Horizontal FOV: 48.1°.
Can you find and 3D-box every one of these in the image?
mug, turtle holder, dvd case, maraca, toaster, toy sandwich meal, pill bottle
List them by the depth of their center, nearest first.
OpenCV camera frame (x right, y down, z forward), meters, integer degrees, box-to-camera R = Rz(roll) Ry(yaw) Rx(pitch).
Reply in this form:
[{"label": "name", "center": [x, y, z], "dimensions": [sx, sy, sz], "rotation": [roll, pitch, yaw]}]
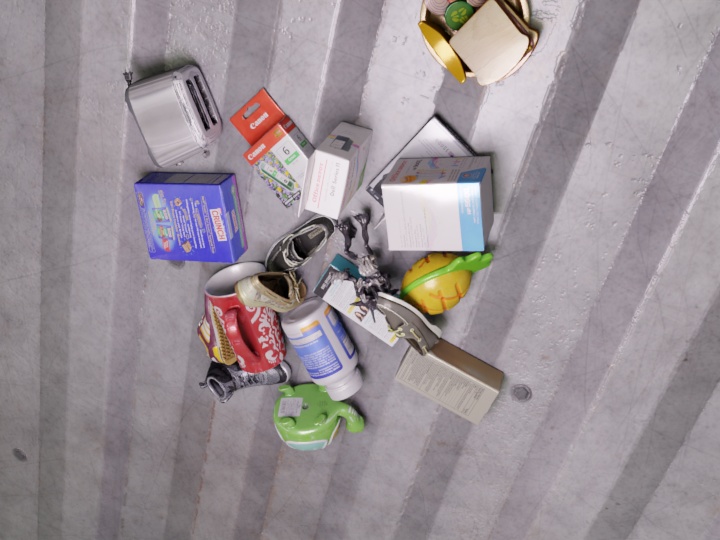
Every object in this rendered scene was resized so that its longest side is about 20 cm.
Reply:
[{"label": "toy sandwich meal", "center": [0.185, -0.396, 1.312], "dimensions": [0.201, 0.070, 0.209], "rotation": [8, 119, 15]}, {"label": "dvd case", "center": [0.124, -0.165, 1.485], "dimensions": [0.150, 0.025, 0.200], "rotation": [43, 121, -6]}, {"label": "maraca", "center": [0.158, 0.015, 1.512], "dimensions": [0.199, 0.136, 0.109], "rotation": [-32, 72, 33]}, {"label": "toaster", "center": [-0.351, -0.301, 1.527], "dimensions": [0.127, 0.114, 0.203], "rotation": [-13, 110, 20]}, {"label": "pill bottle", "center": [-0.072, 0.165, 1.679], "dimensions": [0.111, 0.112, 0.202], "rotation": [-18, 110, 26]}, {"label": "mug", "center": [-0.244, 0.114, 1.680], "dimensions": [0.131, 0.178, 0.203], "rotation": [4, 124, 32]}, {"label": "turtle holder", "center": [-0.097, 0.321, 1.773], "dimensions": [0.183, 0.141, 0.133], "rotation": [-22, 133, -14]}]

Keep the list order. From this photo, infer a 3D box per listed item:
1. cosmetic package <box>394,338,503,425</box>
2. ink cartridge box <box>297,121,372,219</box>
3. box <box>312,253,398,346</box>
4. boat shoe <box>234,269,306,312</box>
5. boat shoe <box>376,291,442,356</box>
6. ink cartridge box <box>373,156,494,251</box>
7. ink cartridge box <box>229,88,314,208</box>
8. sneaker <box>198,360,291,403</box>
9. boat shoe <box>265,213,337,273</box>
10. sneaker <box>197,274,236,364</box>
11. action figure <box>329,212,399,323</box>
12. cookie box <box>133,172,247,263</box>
[{"label": "cosmetic package", "center": [0.180, 0.215, 1.642], "dimensions": [0.198, 0.071, 0.106], "rotation": [29, 122, 2]}, {"label": "ink cartridge box", "center": [-0.043, -0.172, 1.434], "dimensions": [0.066, 0.201, 0.119], "rotation": [18, 122, 8]}, {"label": "box", "center": [0.009, 0.060, 1.631], "dimensions": [0.198, 0.049, 0.083], "rotation": [35, 123, -2]}, {"label": "boat shoe", "center": [-0.162, 0.038, 1.598], "dimensions": [0.062, 0.199, 0.074], "rotation": [-31, 75, 28]}, {"label": "boat shoe", "center": [0.087, 0.102, 1.515], "dimensions": [0.072, 0.061, 0.201], "rotation": [24, 170, 41]}, {"label": "ink cartridge box", "center": [0.126, -0.118, 1.419], "dimensions": [0.196, 0.129, 0.127], "rotation": [1, 117, 18]}, {"label": "ink cartridge box", "center": [-0.161, -0.230, 1.533], "dimensions": [0.108, 0.051, 0.201], "rotation": [-33, 104, 30]}, {"label": "sneaker", "center": [-0.257, 0.243, 1.782], "dimensions": [0.196, 0.114, 0.077], "rotation": [3, 119, 17]}, {"label": "boat shoe", "center": [-0.129, -0.045, 1.613], "dimensions": [0.071, 0.064, 0.199], "rotation": [46, 122, -9]}, {"label": "sneaker", "center": [-0.322, 0.106, 1.756], "dimensions": [0.089, 0.075, 0.204], "rotation": [7, 109, 35]}, {"label": "action figure", "center": [0.000, 0.000, 1.535], "dimensions": [0.118, 0.101, 0.204], "rotation": [-19, 81, 35]}, {"label": "cookie box", "center": [-0.344, -0.108, 1.647], "dimensions": [0.196, 0.075, 0.174], "rotation": [4, 118, 17]}]
